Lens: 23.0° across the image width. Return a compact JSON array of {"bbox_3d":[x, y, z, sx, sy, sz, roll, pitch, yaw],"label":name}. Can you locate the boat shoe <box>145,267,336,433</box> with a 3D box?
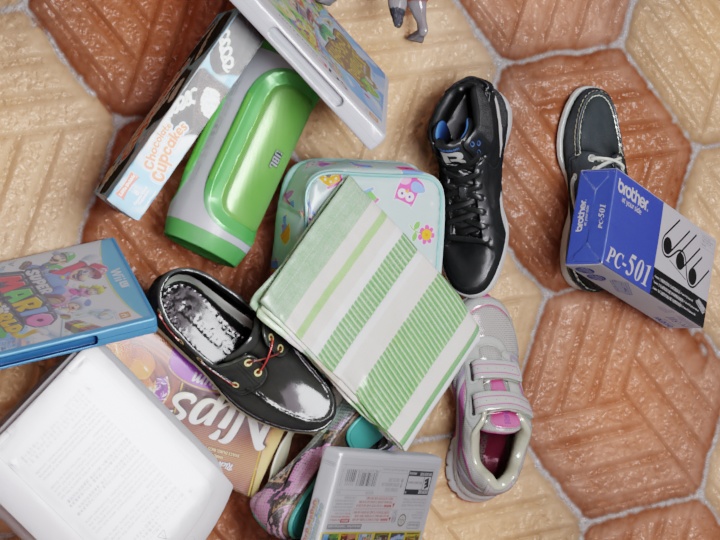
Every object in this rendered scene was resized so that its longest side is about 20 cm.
[{"bbox_3d":[-0.102,0.073,1.539,0.201,0.063,0.074,39,72,-6],"label":"boat shoe"}]

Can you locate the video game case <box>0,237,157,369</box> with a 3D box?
[{"bbox_3d":[-0.288,0.032,1.511,0.198,0.143,0.018,-13,124,-18],"label":"video game case"}]

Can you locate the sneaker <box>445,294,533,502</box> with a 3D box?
[{"bbox_3d":[0.126,0.123,1.674,0.080,0.088,0.203,-5,92,-18],"label":"sneaker"}]

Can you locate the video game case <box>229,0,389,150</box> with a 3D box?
[{"bbox_3d":[-0.042,-0.204,1.563,0.022,0.200,0.182,-40,104,15],"label":"video game case"}]

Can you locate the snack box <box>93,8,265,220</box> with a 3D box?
[{"bbox_3d":[-0.159,-0.138,1.550,0.037,0.116,0.201,35,86,-14],"label":"snack box"}]

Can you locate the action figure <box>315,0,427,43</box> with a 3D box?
[{"bbox_3d":[0.068,-0.312,1.643,0.198,0.105,0.195,19,93,-17],"label":"action figure"}]

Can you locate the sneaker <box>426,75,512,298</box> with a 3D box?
[{"bbox_3d":[0.092,-0.080,1.642,0.072,0.112,0.202,1,82,22],"label":"sneaker"}]

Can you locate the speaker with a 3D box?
[{"bbox_3d":[-0.104,-0.109,1.595,0.088,0.088,0.202,26,83,-17],"label":"speaker"}]

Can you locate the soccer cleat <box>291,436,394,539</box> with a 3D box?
[{"bbox_3d":[-0.010,0.189,1.650,0.068,0.073,0.201,19,66,12],"label":"soccer cleat"}]

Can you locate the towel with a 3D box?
[{"bbox_3d":[0.011,0.041,1.559,0.200,0.023,0.153,46,66,-21],"label":"towel"}]

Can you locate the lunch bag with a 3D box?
[{"bbox_3d":[0.000,0.000,1.622,0.159,0.077,0.202,-1,105,-26],"label":"lunch bag"}]

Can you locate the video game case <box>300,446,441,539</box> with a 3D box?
[{"bbox_3d":[0.001,0.252,1.597,0.199,0.023,0.184,14,91,-61],"label":"video game case"}]

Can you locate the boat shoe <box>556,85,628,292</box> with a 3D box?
[{"bbox_3d":[0.235,-0.080,1.722,0.075,0.060,0.203,-4,93,-20],"label":"boat shoe"}]

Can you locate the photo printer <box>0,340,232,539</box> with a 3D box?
[{"bbox_3d":[-0.219,0.180,1.510,0.200,0.069,0.167,46,76,-11],"label":"photo printer"}]

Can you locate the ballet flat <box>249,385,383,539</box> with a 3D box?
[{"bbox_3d":[-0.029,0.152,1.595,0.071,0.069,0.200,32,71,28],"label":"ballet flat"}]

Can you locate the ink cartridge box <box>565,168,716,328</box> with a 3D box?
[{"bbox_3d":[0.271,-0.018,1.689,0.199,0.044,0.095,28,68,-46],"label":"ink cartridge box"}]

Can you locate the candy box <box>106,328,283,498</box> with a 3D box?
[{"bbox_3d":[-0.163,0.111,1.594,0.199,0.056,0.118,28,83,-15],"label":"candy box"}]
